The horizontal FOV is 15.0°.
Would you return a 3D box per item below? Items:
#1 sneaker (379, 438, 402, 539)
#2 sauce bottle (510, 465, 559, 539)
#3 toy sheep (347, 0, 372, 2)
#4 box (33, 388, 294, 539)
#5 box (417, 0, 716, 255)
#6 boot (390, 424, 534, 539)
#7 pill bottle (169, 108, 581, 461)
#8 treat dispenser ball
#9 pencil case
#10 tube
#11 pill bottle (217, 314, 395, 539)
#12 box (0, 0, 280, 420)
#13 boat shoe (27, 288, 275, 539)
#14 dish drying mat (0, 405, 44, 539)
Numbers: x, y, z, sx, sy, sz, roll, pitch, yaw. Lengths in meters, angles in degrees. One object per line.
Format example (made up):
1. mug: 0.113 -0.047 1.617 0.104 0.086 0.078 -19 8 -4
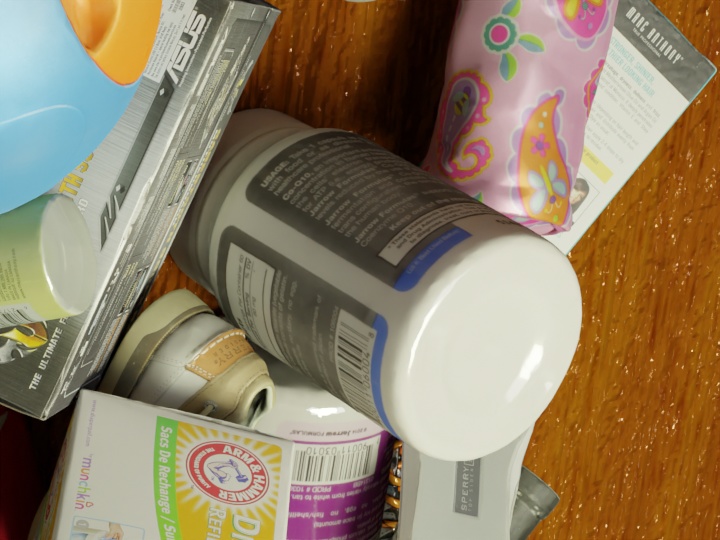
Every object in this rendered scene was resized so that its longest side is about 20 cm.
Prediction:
1. sneaker: 0.013 0.128 1.468 0.078 0.077 0.200 3 108 -42
2. sauce bottle: 0.036 0.195 1.534 0.200 0.066 0.066 -51 136 -10
3. toy sheep: 0.025 -0.194 1.268 0.200 0.138 0.138 -28 129 -36
4. box: -0.096 0.164 1.181 0.101 0.200 0.113 14 129 -9
5. box: 0.091 -0.059 1.436 0.082 0.049 0.200 43 80 -17
6. boot: 0.040 0.109 1.369 0.096 0.073 0.200 121 -16 -55
7. pill bottle: 0.000 0.000 1.296 0.114 0.200 0.114 -20 125 -32
8. treat dispenser ball: -0.176 -0.116 1.071 0.201 0.201 0.201 -21 125 -33
9. pencil case: 0.082 -0.118 1.362 0.087 0.087 0.200 13 87 -45
10. tube: -0.210 0.006 1.143 0.052 0.200 0.058 -19 99 -70
11. pill bottle: -0.045 0.130 1.390 0.112 0.112 0.200 -9 118 -39
12. box: -0.106 -0.040 1.224 0.158 0.048 0.200 -45 160 -83
13. boat shoe: -0.101 0.107 1.306 0.075 0.068 0.200 -28 149 -49
14. dish drying mat: -0.180 0.153 1.346 0.077 0.018 0.200 -31 129 -29
